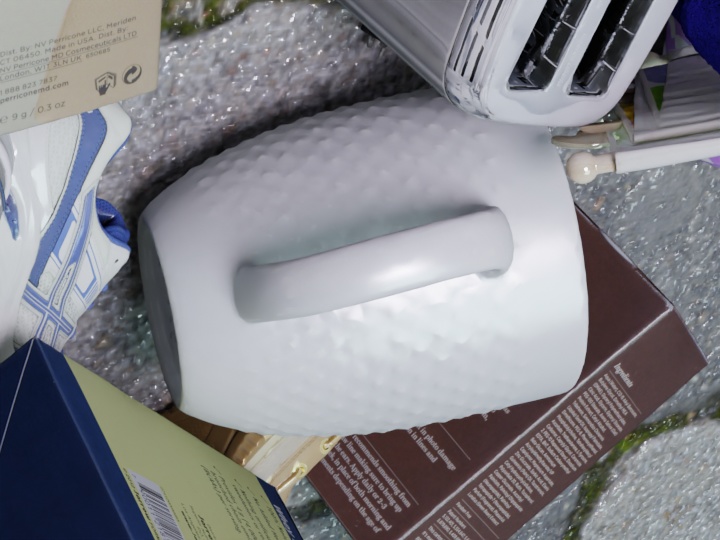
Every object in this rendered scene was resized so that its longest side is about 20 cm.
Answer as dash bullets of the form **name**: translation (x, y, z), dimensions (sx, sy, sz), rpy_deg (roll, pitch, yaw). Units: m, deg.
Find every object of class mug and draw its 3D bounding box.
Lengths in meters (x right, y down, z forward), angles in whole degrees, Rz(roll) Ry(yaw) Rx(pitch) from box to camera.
- **mug**: translation (0.000, 0.000, 1.034), dimensions (0.174, 0.200, 0.149), rpy_deg (-12, 90, -12)

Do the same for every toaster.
- **toaster**: translation (0.064, -0.148, 0.991), dimensions (0.113, 0.129, 0.201), rpy_deg (3, 124, -40)

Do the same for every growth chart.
- **growth chart**: translation (0.161, -0.079, 1.036), dimensions (0.144, 0.200, 0.018), rpy_deg (-8, 106, 17)

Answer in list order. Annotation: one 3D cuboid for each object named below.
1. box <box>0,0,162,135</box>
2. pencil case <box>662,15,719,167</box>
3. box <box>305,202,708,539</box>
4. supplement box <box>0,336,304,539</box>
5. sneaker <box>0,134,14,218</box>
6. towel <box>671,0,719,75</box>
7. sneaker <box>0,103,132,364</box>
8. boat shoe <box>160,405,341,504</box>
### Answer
- **box**: translation (-0.122, -0.159, 0.854), dimensions (0.077, 0.095, 0.201), rpy_deg (-18, 138, -28)
- **pencil case**: translation (0.195, -0.142, 1.149), dimensions (0.086, 0.084, 0.201), rpy_deg (-55, 161, -46)
- **box**: translation (0.068, 0.067, 1.224), dimensions (0.200, 0.100, 0.075), rpy_deg (-41, 142, 1)
- **supplement box**: translation (-0.094, 0.171, 0.990), dimensions (0.134, 0.200, 0.200), rpy_deg (-38, 144, 9)
- **sneaker**: translation (-0.227, -0.014, 0.883), dimensions (0.199, 0.082, 0.075), rpy_deg (-18, 122, -1)
- **towel**: translation (0.163, -0.172, 1.004), dimensions (0.049, 0.200, 0.148), rpy_deg (25, 109, -29)
- **sneaker**: translation (-0.137, 0.010, 1.016), dimensions (0.088, 0.075, 0.201), rpy_deg (-16, 136, -29)
- **boat shoe**: translation (-0.060, 0.095, 1.161), dimensions (0.200, 0.074, 0.069), rpy_deg (-41, 136, -1)
